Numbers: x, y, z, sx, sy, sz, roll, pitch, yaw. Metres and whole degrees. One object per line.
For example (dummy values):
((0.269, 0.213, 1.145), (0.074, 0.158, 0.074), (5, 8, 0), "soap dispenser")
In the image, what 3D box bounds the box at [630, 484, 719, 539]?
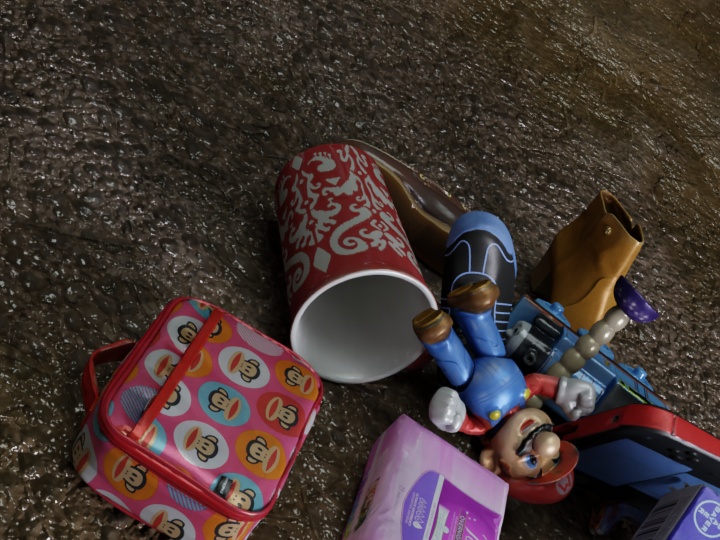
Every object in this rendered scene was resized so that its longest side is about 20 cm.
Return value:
((0.290, 0.311, 1.166), (0.200, 0.105, 0.184), (40, 71, 2), "box")

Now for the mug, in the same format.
((-0.011, 0.001, 1.329), (0.132, 0.178, 0.201), (-14, 44, -2), "mug")

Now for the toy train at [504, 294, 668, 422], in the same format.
((0.213, 0.105, 1.400), (0.199, 0.087, 0.114), (38, 14, -2), "toy train")

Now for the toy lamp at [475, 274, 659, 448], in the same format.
((0.187, 0.093, 1.314), (0.058, 0.200, 0.058), (45, 9, -9), "toy lamp")

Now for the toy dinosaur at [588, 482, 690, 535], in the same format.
((0.278, 0.294, 1.307), (0.104, 0.201, 0.182), (-22, 33, -6), "toy dinosaur")

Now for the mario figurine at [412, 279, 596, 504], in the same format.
((0.130, 0.110, 1.217), (0.201, 0.123, 0.106), (60, 15, -11), "mario figurine")

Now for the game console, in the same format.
((0.265, 0.181, 1.298), (0.176, 0.200, 0.031), (30, 64, -17), "game console")

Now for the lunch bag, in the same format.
((-0.132, 0.111, 1.104), (0.175, 0.082, 0.200), (32, 33, -3), "lunch bag")

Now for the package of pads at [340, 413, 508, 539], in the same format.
((0.048, 0.220, 1.143), (0.120, 0.076, 0.201), (32, 35, -8), "package of pads")

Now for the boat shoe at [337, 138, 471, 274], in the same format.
((0.050, -0.070, 1.486), (0.200, 0.070, 0.071), (40, 40, -14), "boat shoe")

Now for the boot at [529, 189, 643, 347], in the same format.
((0.249, 0.022, 1.498), (0.070, 0.144, 0.202), (14, 41, -30), "boot")

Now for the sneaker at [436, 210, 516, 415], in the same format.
((0.105, 0.048, 1.301), (0.069, 0.202, 0.078), (2, 33, 6), "sneaker")
